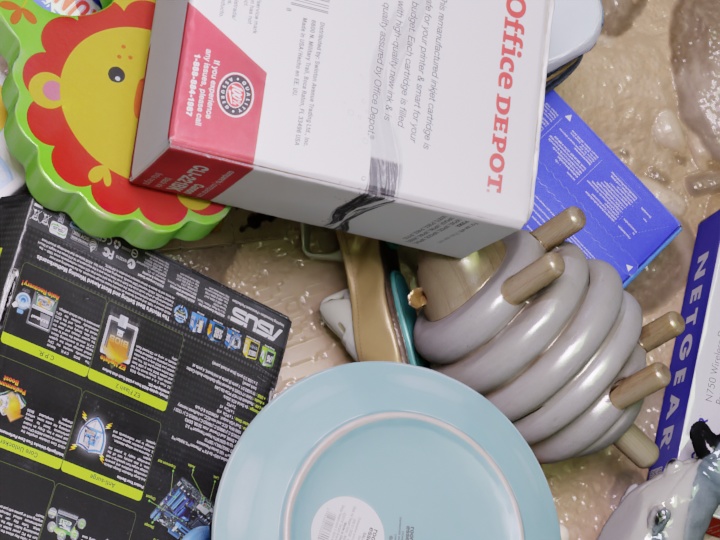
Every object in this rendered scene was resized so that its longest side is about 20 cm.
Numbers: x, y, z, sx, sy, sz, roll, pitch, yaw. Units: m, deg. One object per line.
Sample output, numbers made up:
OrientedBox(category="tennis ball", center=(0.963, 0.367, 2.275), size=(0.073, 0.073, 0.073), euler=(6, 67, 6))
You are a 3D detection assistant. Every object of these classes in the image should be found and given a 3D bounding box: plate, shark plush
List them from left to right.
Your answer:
OrientedBox(category="plate", center=(0.020, 0.143, 1.032), size=(0.200, 0.026, 0.201), euler=(6, 73, -20))
OrientedBox(category="shark plush", center=(0.185, 0.158, 1.165), size=(0.083, 0.091, 0.200), euler=(29, 85, -20))

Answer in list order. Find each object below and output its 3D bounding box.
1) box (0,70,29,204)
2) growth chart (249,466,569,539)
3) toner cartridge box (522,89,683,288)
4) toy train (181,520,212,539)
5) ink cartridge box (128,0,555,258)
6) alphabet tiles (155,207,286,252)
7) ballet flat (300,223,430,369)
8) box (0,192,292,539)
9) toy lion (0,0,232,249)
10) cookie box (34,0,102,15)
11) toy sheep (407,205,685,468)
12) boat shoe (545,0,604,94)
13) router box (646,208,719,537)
OrientedBox(category="box", center=(-0.275, -0.096, 1.121), size=(0.112, 0.101, 0.200), euler=(-42, 88, -19))
OrientedBox(category="growth chart", center=(0.029, 0.175, 1.048), size=(0.199, 0.018, 0.145), euler=(11, 71, -19))
OrientedBox(category="toner cartridge box", center=(0.098, -0.064, 1.233), size=(0.095, 0.043, 0.200), euler=(-42, 88, -18))
OrientedBox(category="toy train", center=(-0.038, 0.213, 1.094), size=(0.114, 0.087, 0.201), euler=(-3, 89, -53))
OrientedBox(category="ink cartridge box", center=(-0.008, -0.101, 1.045), size=(0.199, 0.084, 0.145), euler=(12, 74, -19))
OrientedBox(category="alphabet tiles", center=(-0.110, -0.111, 1.215), size=(0.167, 0.008, 0.201), euler=(-7, 78, -15))
OrientedBox(category="ballet flat", center=(0.000, 0.000, 1.192), size=(0.063, 0.069, 0.201), euler=(-12, 77, 12))
OrientedBox(category="box", center=(-0.140, 0.082, 1.089), size=(0.200, 0.047, 0.194), euler=(27, 71, -39))
OrientedBox(category="toy lion", center=(-0.130, -0.118, 1.076), size=(0.200, 0.069, 0.192), euler=(41, 59, -6))
OrientedBox(category="cookie box", center=(-0.120, -0.197, 1.190), size=(0.200, 0.075, 0.171), euler=(-41, 90, -19))
OrientedBox(category="toy sheep", center=(0.107, 0.045, 1.142), size=(0.200, 0.138, 0.138), euler=(48, 70, -12))
OrientedBox(category="boat shoe", center=(0.048, -0.112, 1.173), size=(0.200, 0.091, 0.071), euler=(-19, 80, -2))
OrientedBox(category="router box", center=(0.285, 0.079, 1.238), size=(0.179, 0.049, 0.201), euler=(18, 73, -8))
